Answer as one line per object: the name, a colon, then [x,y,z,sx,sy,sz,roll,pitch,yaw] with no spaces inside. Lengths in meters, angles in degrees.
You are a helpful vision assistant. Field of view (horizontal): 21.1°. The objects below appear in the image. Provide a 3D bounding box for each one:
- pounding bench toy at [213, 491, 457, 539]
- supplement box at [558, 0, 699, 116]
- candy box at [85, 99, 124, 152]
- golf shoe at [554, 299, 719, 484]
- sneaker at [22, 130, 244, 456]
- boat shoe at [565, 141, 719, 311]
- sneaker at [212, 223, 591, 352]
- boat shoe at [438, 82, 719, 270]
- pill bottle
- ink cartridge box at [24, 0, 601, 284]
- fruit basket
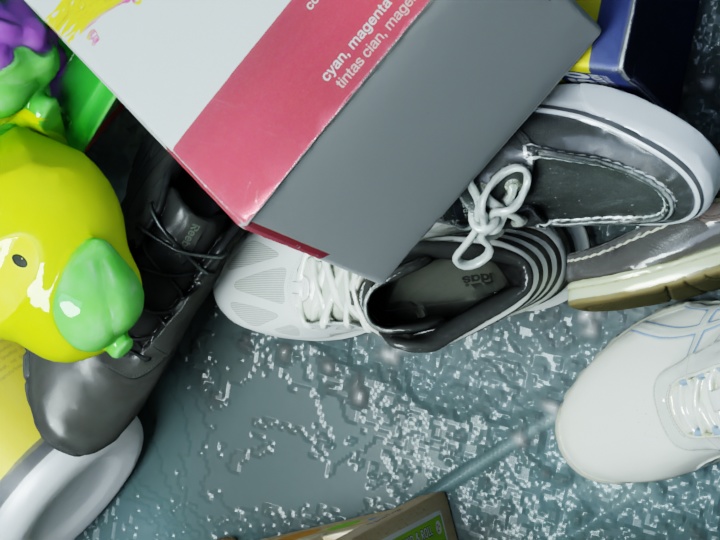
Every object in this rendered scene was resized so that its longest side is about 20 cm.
pounding bench toy: [-0.049,0.198,0.918,0.155,0.200,0.125,-15,89,24]
supplement box: [0.048,-0.142,0.883,0.198,0.109,0.111,11,86,23]
candy box: [-0.171,-0.187,1.005,0.169,0.077,0.200,-45,76,20]
golf shoe: [0.166,0.047,0.866,0.199,0.097,0.079,-26,86,25]
sneaker: [-0.103,-0.003,0.947,0.076,0.091,0.201,27,82,-17]
boat shoe: [0.183,-0.034,0.868,0.199,0.072,0.067,-18,82,19]
sneaker: [0.000,0.000,0.924,0.199,0.115,0.076,-7,94,25]
boat shoe: [0.054,-0.043,0.841,0.198,0.068,0.074,15,144,17]
pill bottle: [-0.218,0.057,1.029,0.200,0.112,0.112,42,109,15]
ink cartridge box: [-0.035,-0.121,0.775,0.200,0.145,0.145,45,100,22]
fruit basket: [-0.188,-0.039,0.898,0.215,0.155,0.218,-23,59,45]
